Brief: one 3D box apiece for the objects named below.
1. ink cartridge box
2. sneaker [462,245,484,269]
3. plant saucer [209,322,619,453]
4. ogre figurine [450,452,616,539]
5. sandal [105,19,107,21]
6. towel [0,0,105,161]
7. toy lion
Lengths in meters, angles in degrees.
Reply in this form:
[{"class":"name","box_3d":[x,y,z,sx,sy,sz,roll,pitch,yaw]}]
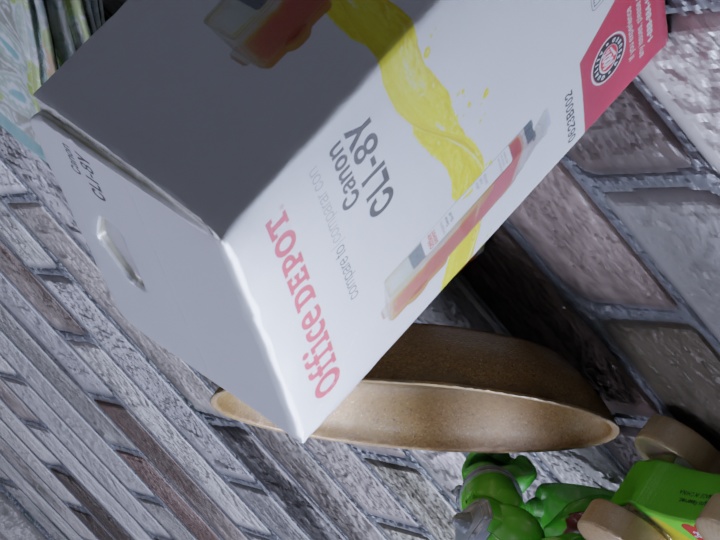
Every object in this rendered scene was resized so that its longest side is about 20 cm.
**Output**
[{"class":"ink cartridge box","box_3d":[0.005,-0.064,0.773,0.083,0.200,0.145,35,162,25]},{"class":"sneaker","box_3d":[0.000,0.000,1.151,0.077,0.082,0.200,42,164,4]},{"class":"plant saucer","box_3d":[0.027,0.056,1.167,0.199,0.036,0.200,5,168,1]},{"class":"ogre figurine","box_3d":[0.119,0.156,1.208,0.200,0.098,0.120,54,-158,14]},{"class":"sandal","box_3d":[-0.129,-0.051,1.354,0.077,0.070,0.212,27,157,44]},{"class":"towel","box_3d":[-0.205,-0.161,1.261,0.200,0.048,0.172,39,151,28]},{"class":"toy lion","box_3d":[0.205,0.146,1.079,0.191,0.069,0.200,39,164,-10]}]
